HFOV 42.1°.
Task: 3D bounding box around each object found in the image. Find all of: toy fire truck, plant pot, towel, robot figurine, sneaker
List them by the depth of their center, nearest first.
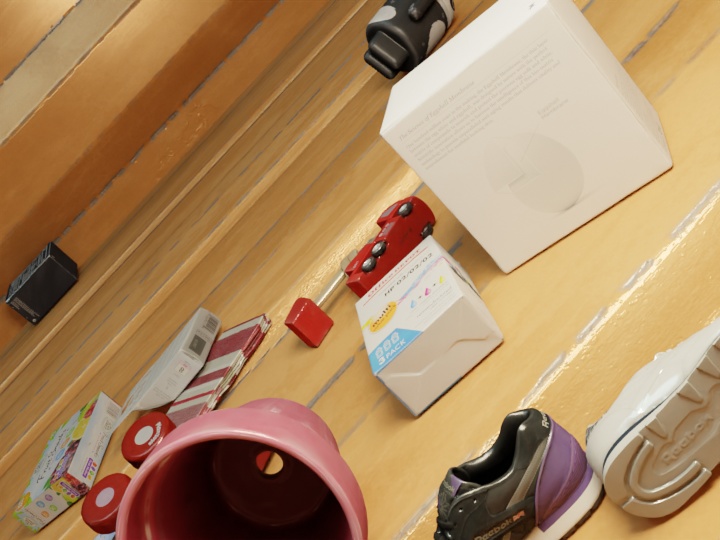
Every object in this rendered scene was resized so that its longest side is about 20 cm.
[{"bbox_3d":[0.224,0.065,0.598,0.200,0.076,0.081,-41,12,10],"label":"sneaker"},{"bbox_3d":[0.072,0.181,0.647,0.200,0.088,0.076,-49,21,-6],"label":"sneaker"},{"bbox_3d":[-0.087,0.200,0.809,0.200,0.200,0.179,-41,5,11],"label":"plant pot"},{"bbox_3d":[-0.197,0.253,1.035,0.166,0.113,0.201,-3,45,35],"label":"toy fire truck"},{"bbox_3d":[0.000,0.000,1.175,0.140,0.049,0.201,-13,39,56],"label":"toy fire truck"},{"bbox_3d":[-0.212,0.154,1.346,0.143,0.023,0.201,-23,30,51],"label":"towel"},{"bbox_3d":[0.091,-0.447,1.720,0.149,0.125,0.201,14,61,47],"label":"robot figurine"}]

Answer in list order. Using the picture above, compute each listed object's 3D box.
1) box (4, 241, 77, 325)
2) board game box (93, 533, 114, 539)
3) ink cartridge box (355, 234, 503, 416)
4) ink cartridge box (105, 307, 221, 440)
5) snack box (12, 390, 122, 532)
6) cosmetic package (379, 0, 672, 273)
[{"bbox_3d":[-0.991,0.038,2.922,0.199,0.123,0.200,-47,22,0],"label":"box"},{"bbox_3d":[-0.296,0.360,1.133,0.103,0.019,0.200,-45,21,9],"label":"board game box"},{"bbox_3d":[0.061,0.042,0.952,0.115,0.068,0.200,-42,21,10],"label":"ink cartridge box"},{"bbox_3d":[-0.301,0.167,1.449,0.201,0.057,0.163,-53,11,17],"label":"ink cartridge box"},{"bbox_3d":[-0.473,0.308,1.524,0.142,0.053,0.201,-40,22,21],"label":"snack box"},{"bbox_3d":[0.159,-0.145,0.917,0.199,0.200,0.123,-34,23,27],"label":"cosmetic package"}]
